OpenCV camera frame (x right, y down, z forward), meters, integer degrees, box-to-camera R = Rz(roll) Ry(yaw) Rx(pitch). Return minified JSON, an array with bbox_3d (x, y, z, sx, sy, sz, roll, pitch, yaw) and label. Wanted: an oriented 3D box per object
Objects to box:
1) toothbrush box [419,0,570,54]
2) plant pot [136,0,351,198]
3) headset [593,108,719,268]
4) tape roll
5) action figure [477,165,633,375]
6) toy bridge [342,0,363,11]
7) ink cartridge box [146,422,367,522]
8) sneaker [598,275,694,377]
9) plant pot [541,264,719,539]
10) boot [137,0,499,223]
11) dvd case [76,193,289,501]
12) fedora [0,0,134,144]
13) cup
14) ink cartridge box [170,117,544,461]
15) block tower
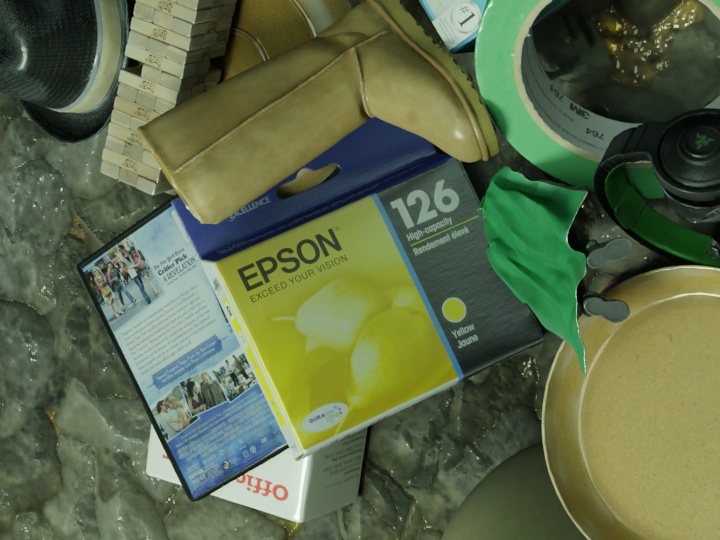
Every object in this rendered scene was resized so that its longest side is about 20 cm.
[{"bbox_3d":[0.115,-0.259,1.380,0.200,0.085,0.147,-34,81,29],"label":"toothbrush box"},{"bbox_3d":[-0.088,-0.147,1.518,0.200,0.027,0.200,8,105,30],"label":"plant pot"},{"bbox_3d":[0.228,-0.035,1.278,0.200,0.094,0.124,-6,138,50],"label":"headset"},{"bbox_3d":[0.175,-0.140,1.326,0.200,0.048,0.201,8,129,11],"label":"tape roll"},{"bbox_3d":[0.120,-0.021,1.358,0.200,0.055,0.118,-134,44,-65],"label":"action figure"},{"bbox_3d":[-0.051,-0.180,1.522,0.200,0.027,0.067,-33,82,31],"label":"toy bridge"},{"bbox_3d":[-0.070,0.070,1.538,0.146,0.084,0.200,14,103,28],"label":"ink cartridge box"},{"bbox_3d":[0.232,0.060,1.363,0.200,0.078,0.075,15,106,28],"label":"sneaker"},{"bbox_3d":[0.210,0.097,1.309,0.200,0.027,0.200,-2,86,31],"label":"plant pot"},{"bbox_3d":[-0.027,-0.088,1.398,0.200,0.066,0.175,-32,49,-7],"label":"boot"},{"bbox_3d":[-0.114,0.050,1.502,0.143,0.018,0.200,-32,80,30],"label":"dvd case"},{"bbox_3d":[-0.256,-0.186,1.570,0.200,0.092,0.201,10,103,52],"label":"fedora"},{"bbox_3d":[0.124,0.229,1.415,0.200,0.143,0.201,5,100,29],"label":"cup"},{"bbox_3d":[0.000,0.000,1.433,0.200,0.197,0.047,64,162,3],"label":"ink cartridge box"},{"bbox_3d":[-0.135,-0.150,1.487,0.054,0.058,0.200,24,113,25],"label":"block tower"}]
